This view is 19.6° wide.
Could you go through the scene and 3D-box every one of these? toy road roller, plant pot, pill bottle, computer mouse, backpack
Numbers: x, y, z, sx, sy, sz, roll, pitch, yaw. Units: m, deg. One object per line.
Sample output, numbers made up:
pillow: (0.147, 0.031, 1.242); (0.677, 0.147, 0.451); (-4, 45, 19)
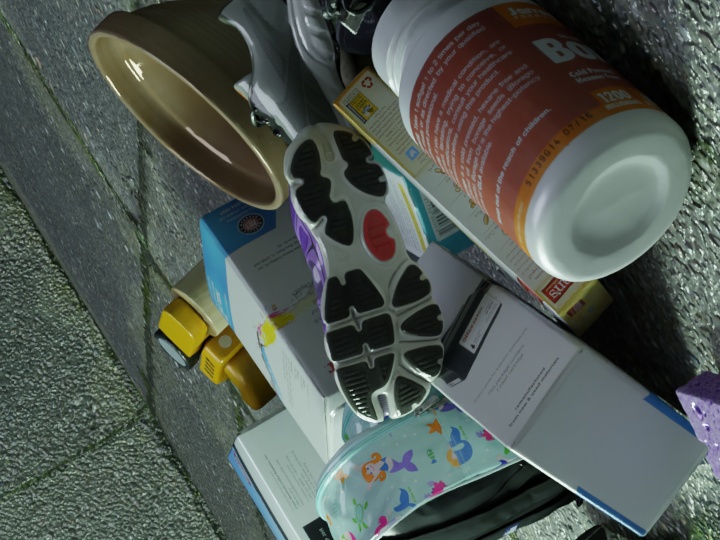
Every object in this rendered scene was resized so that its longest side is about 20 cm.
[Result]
toy road roller: (-0.129, 0.064, 2.248); (0.146, 0.123, 0.200); (43, 163, 7)
plant pot: (-0.111, -0.148, 1.641); (0.201, 0.093, 0.201); (38, 165, 13)
pill bottle: (0.093, -0.092, 1.218); (0.200, 0.112, 0.112); (48, 161, 40)
computer mouse: (0.020, -0.189, 1.318); (0.053, 0.139, 0.200); (20, 169, 4)
backpack: (0.060, 0.153, 1.612); (0.151, 0.200, 0.178); (55, 165, 20)

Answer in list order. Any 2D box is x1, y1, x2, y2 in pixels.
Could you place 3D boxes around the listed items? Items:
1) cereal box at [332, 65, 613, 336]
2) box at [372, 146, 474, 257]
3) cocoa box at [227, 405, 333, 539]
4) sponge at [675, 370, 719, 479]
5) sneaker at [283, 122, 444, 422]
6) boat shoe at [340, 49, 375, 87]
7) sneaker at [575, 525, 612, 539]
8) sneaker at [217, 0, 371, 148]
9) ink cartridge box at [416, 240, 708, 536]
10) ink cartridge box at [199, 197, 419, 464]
cereal box: (0.076, -0.042, 1.347); (0.200, 0.040, 0.144); (45, -176, 14)
box: (0.020, -0.074, 1.614); (0.200, 0.049, 0.082); (35, 150, 59)
cocoa box: (-0.034, 0.238, 2.211); (0.200, 0.133, 0.131); (58, 166, 8)
sponge: (0.265, 0.128, 1.221); (0.112, 0.030, 0.200); (65, 165, -16)
sneaker: (0.000, 0.000, 1.378); (0.083, 0.080, 0.200); (159, 97, -80)
boat shoe: (0.012, -0.139, 1.499); (0.200, 0.065, 0.072); (2, 112, 51)
sneaker: (0.192, 0.254, 1.590); (0.083, 0.081, 0.200); (50, 170, -10)
sneaker: (-0.039, -0.107, 1.441); (0.074, 0.079, 0.200); (-117, 7, -88)
ink cartridge box: (0.118, 0.076, 1.402); (0.145, 0.084, 0.200); (35, -178, -34)
ink cartridge box: (-0.020, 0.030, 1.754); (0.200, 0.147, 0.146); (54, 163, 25)
